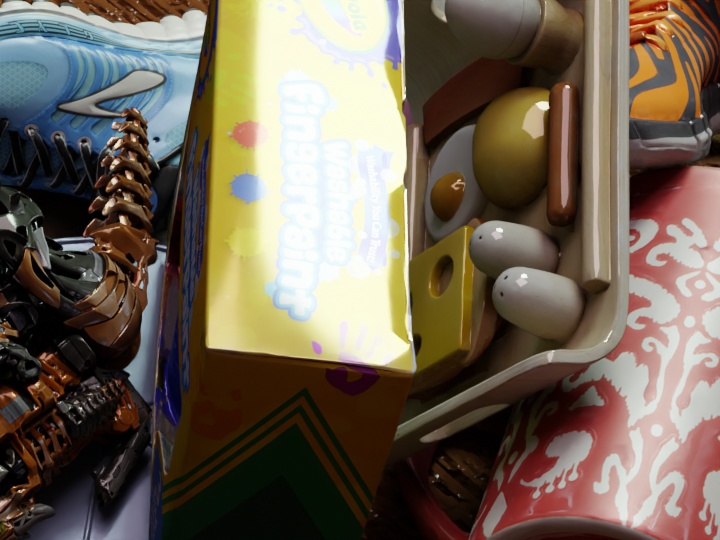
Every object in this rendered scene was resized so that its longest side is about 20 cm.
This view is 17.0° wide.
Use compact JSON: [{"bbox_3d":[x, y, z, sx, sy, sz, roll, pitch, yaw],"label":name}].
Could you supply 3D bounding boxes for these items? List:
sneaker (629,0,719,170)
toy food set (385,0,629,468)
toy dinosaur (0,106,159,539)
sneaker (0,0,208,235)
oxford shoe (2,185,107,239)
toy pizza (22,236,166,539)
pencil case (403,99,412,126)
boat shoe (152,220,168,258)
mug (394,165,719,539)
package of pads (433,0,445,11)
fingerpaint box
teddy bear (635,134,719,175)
[{"bbox_3d":[0.110,-0.103,1.007,0.077,0.113,0.200,-5,10,17],"label":"sneaker"},{"bbox_3d":[0.036,-0.031,0.919,0.060,0.143,0.201,19,60,-27],"label":"toy food set"},{"bbox_3d":[-0.132,0.018,0.917,0.135,0.102,0.200,34,31,-12],"label":"toy dinosaur"},{"bbox_3d":[-0.110,-0.059,1.007,0.199,0.079,0.090,-7,56,-20],"label":"sneaker"},{"bbox_3d":[-0.140,-0.008,1.051,0.200,0.073,0.084,-32,56,-31],"label":"oxford shoe"},{"bbox_3d":[-0.101,0.066,0.946,0.199,0.032,0.201,6,47,-6],"label":"toy pizza"},{"bbox_3d":[0.001,-0.091,1.153,0.087,0.088,0.200,0,25,-7],"label":"pencil case"},{"bbox_3d":[0.000,0.000,1.046,0.199,0.076,0.072,9,31,3],"label":"boat shoe"},{"bbox_3d":[0.101,0.082,0.922,0.133,0.177,0.200,41,39,-11],"label":"mug"},{"bbox_3d":[0.033,-0.157,1.127,0.199,0.068,0.154,32,23,23],"label":"package of pads"},{"bbox_3d":[-0.032,0.004,0.875,0.073,0.167,0.201,7,50,-8],"label":"fingerpaint box"},{"bbox_3d":[0.189,-0.008,1.060,0.144,0.067,0.200,6,15,-37],"label":"teddy bear"}]
